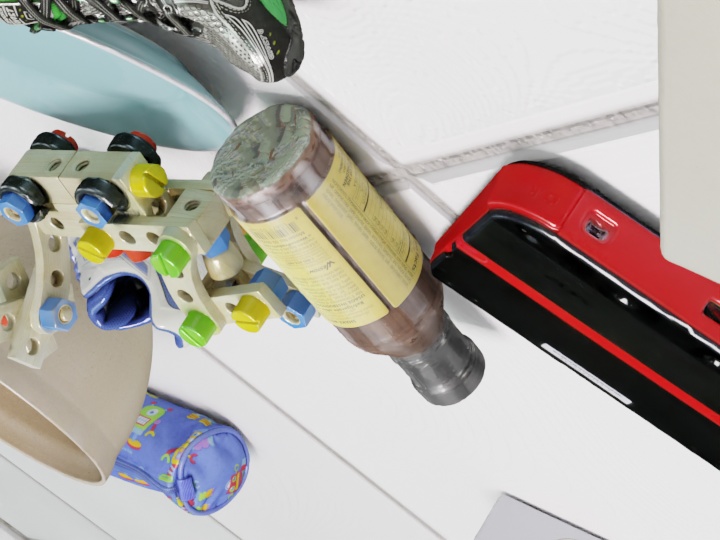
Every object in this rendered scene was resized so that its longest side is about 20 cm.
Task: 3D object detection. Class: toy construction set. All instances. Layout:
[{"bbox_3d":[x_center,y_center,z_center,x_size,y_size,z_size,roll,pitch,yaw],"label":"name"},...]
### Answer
[{"bbox_3d":[-0.127,-0.010,1.055,0.200,0.092,0.131,-9,133,29],"label":"toy construction set"}]

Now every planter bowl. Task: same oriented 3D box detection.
[{"bbox_3d":[-0.222,0.036,1.325,0.200,0.135,0.200,30,162,11],"label":"planter bowl"}]

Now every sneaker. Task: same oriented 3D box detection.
[{"bbox_3d":[-0.153,-0.012,1.169,0.200,0.088,0.075,16,156,45],"label":"sneaker"},{"bbox_3d":[-0.112,-0.126,0.824,0.200,0.085,0.078,27,160,16],"label":"sneaker"}]

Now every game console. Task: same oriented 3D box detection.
[{"bbox_3d":[0.132,0.028,0.904,0.200,0.031,0.177,35,167,-1],"label":"game console"}]

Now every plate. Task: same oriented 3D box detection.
[{"bbox_3d":[-0.153,-0.108,0.970,0.200,0.026,0.200,16,170,3],"label":"plate"}]

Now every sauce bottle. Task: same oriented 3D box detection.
[{"bbox_3d":[0.000,0.000,0.983,0.065,0.065,0.200,14,152,44],"label":"sauce bottle"}]

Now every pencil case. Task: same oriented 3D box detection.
[{"bbox_3d":[-0.187,0.142,1.609,0.200,0.087,0.078,17,130,39],"label":"pencil case"}]

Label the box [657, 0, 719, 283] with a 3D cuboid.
[{"bbox_3d":[0.137,-0.069,0.547,0.078,0.095,0.200,26,161,20],"label":"box"}]

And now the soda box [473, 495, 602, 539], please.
[{"bbox_3d":[0.166,0.222,1.262,0.200,0.064,0.068,22,158,29],"label":"soda box"}]
